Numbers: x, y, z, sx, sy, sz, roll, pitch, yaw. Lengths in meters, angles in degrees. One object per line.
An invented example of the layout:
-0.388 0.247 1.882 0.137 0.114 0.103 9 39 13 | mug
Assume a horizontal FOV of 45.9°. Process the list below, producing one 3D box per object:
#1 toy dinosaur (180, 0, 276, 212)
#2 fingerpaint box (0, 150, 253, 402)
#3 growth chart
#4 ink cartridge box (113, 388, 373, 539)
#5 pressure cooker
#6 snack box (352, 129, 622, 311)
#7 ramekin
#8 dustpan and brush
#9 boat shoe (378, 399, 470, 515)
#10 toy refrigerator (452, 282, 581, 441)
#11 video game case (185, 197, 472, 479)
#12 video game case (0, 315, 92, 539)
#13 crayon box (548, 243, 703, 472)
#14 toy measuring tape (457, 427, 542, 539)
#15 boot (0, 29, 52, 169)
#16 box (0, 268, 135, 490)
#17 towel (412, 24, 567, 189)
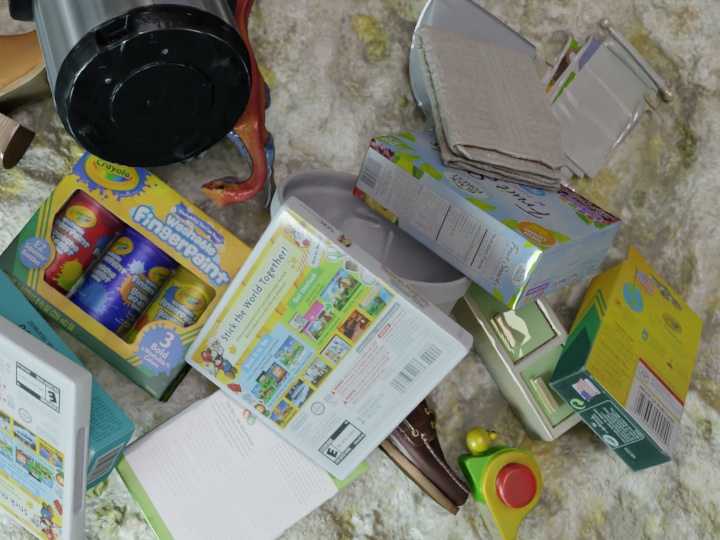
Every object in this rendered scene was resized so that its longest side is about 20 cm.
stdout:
-0.124 -0.151 0.819 0.103 0.202 0.182 -3 35 -22 | toy dinosaur
-0.219 0.000 0.820 0.199 0.073 0.168 37 78 -1 | fingerpaint box
0.247 -0.185 0.938 0.200 0.018 0.145 -45 101 -13 | growth chart
-0.109 0.183 0.804 0.199 0.076 0.149 -32 86 -14 | ink cartridge box
-0.197 -0.218 0.760 0.177 0.176 0.202 -31 61 11 | pressure cooker
0.120 -0.059 0.802 0.199 0.068 0.168 37 32 29 | snack box
0.000 0.000 0.795 0.198 0.201 0.106 20 116 -5 | ramekin
0.095 -0.186 0.917 0.138 0.057 0.202 29 70 -15 | dustpan and brush
0.039 0.149 0.834 0.200 0.070 0.070 44 81 1 | boat shoe
0.161 0.067 0.868 0.075 0.070 0.202 -30 86 -13 | toy refrigerator
-0.034 0.065 0.709 0.181 0.201 0.023 37 35 -2 | video game case
-0.304 0.122 0.717 0.198 0.023 0.184 25 119 24 | video game case
0.273 0.082 0.853 0.127 0.051 0.201 45 47 -8 | crayon box
0.160 0.243 0.841 0.073 0.074 0.202 -26 92 -12 | toy measuring tape
-0.368 -0.216 0.844 0.154 0.077 0.202 29 84 2 | boot
-0.287 0.097 0.741 0.200 0.083 0.049 45 36 13 | box
0.125 -0.165 0.828 0.131 0.035 0.202 10 47 -22 | towel
